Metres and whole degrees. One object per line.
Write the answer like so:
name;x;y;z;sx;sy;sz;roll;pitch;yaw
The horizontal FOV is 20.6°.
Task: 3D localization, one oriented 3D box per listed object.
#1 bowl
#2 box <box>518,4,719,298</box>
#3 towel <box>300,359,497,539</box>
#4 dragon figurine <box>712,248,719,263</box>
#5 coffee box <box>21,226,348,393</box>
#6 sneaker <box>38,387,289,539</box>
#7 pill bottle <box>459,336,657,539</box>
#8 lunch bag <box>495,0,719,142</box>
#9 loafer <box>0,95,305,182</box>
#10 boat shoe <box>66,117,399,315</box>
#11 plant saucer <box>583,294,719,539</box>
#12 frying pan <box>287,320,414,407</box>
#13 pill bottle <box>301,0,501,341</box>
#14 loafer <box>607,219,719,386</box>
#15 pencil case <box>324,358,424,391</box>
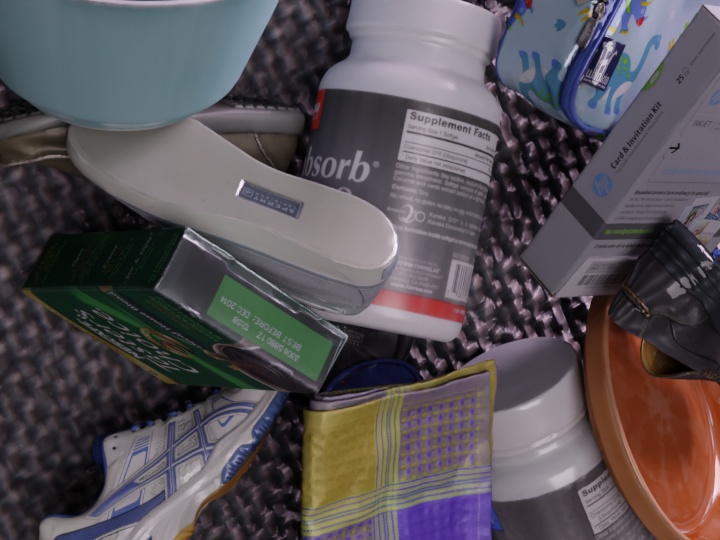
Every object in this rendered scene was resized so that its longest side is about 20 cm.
bowl;-0.137;-0.152;1.115;0.200;0.201;0.105;-6;128;-19
box;0.206;-0.070;1.225;0.156;0.041;0.200;-4;136;-49
towel;0.026;0.158;1.221;0.143;0.023;0.201;-8;106;-33
dragon figurine;0.326;0.032;1.396;0.199;0.059;0.100;6;103;-21
coffee box;-0.107;0.025;1.155;0.123;0.200;0.044;35;73;-27
sneaker;-0.117;0.112;1.221;0.088;0.075;0.200;35;67;6
pill bottle;0.133;0.153;1.328;0.113;0.114;0.201;-28;112;-11
lunch bag;0.178;-0.156;1.230;0.200;0.082;0.161;19;99;-56
loafer;-0.128;-0.068;1.188;0.199;0.075;0.070;-1;101;-20
boat shoe;-0.078;-0.027;1.127;0.200;0.070;0.072;23;137;2
plant saucer;0.203;0.093;1.319;0.032;0.201;0.201;-19;119;32
frying pan;0.011;0.012;1.292;0.190;0.031;0.115;-47;116;1
pill bottle;0.023;-0.064;1.213;0.115;0.116;0.201;12;87;-23
loafer;0.209;0.039;1.274;0.072;0.073;0.200;-39;143;2
pencil case;0.028;0.154;1.297;0.086;0.078;0.201;-13;122;11
